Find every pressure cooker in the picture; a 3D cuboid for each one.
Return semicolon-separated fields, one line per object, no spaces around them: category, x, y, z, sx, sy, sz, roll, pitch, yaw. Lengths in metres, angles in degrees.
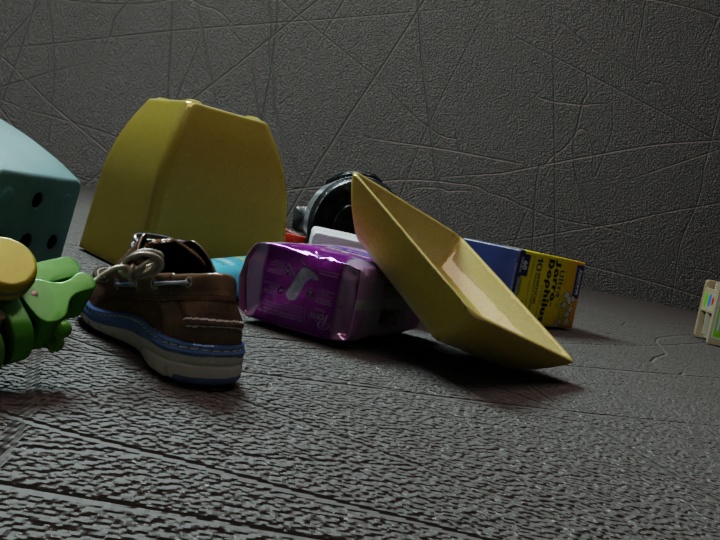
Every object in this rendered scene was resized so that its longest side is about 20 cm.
pressure cooker;-0.016;-0.074;1.319;0.177;0.178;0.200;52;-2;-8

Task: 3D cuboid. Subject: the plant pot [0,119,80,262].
plant pot;-0.304;-0.053;0.515;0.197;0.143;0.141;20;6;11

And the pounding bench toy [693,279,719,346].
pounding bench toy;0.786;0.058;1.586;0.122;0.203;0.156;12;5;12

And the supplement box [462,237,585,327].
supplement box;0.246;0.022;1.188;0.109;0.111;0.198;15;6;43

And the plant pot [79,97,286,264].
plant pot;-0.205;-0.100;0.938;0.194;0.203;0.193;7;6;-40

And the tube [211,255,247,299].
tube;-0.143;0.009;0.785;0.077;0.051;0.199;5;5;39

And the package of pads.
package of pads;-0.019;0.018;0.751;0.119;0.077;0.199;13;5;23

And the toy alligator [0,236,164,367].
toy alligator;-0.170;0.022;0.373;0.199;0.059;0.055;-8;59;-49

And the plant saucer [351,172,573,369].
plant saucer;0.083;0.014;0.710;0.199;0.049;0.201;26;22;-49

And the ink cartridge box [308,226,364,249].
ink cartridge box;0.000;0.000;0.976;0.142;0.086;0.200;12;6;-5

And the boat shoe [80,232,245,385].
boat shoe;-0.130;0.014;0.515;0.072;0.074;0.199;8;6;-41

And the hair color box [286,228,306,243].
hair color box;-0.197;-0.050;1.247;0.197;0.062;0.101;10;6;-19
